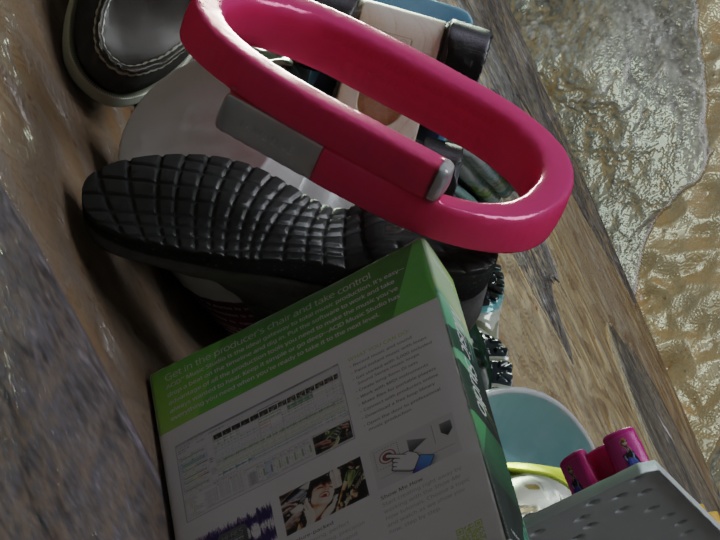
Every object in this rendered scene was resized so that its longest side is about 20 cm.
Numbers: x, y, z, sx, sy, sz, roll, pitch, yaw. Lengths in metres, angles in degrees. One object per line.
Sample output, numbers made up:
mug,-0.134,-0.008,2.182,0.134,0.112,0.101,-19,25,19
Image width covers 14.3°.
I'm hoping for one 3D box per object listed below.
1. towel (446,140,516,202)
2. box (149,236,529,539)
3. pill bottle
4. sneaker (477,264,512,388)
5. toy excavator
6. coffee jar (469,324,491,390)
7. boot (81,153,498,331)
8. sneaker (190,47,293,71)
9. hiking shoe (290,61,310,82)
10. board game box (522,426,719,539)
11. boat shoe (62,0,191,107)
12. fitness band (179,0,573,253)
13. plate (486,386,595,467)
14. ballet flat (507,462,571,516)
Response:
towel,0.038,-0.133,1.897,0.172,0.048,0.200,65,8,19
box,-0.011,0.086,1.221,0.036,0.144,0.200,55,14,-39
pill bottle,-0.038,-0.016,1.445,0.200,0.109,0.110,51,16,-51
sneaker,0.058,0.073,1.819,0.200,0.077,0.087,-75,172,-54
toy excavator,0.014,-0.117,1.602,0.200,0.099,0.195,148,-43,-86
coffee jar,0.000,0.000,1.614,0.086,0.104,0.201,82,-7,-51
boot,-0.040,0.024,1.343,0.070,0.199,0.132,-80,-177,-48
sneaker,-0.115,-0.170,1.530,0.200,0.080,0.076,59,13,-20
hiking shoe,0.000,-0.067,1.765,0.200,0.075,0.101,54,53,-43
board game box,0.060,0.141,1.284,0.026,0.199,0.200,68,11,22
boat shoe,-0.086,-0.165,1.462,0.072,0.061,0.202,40,51,-12
fitness band,0.006,-0.074,1.332,0.199,0.038,0.144,30,24,7
plate,0.060,0.157,1.462,0.200,0.025,0.201,-11,105,-46
ballet flat,0.044,0.118,1.356,0.067,0.199,0.067,165,-65,-76
